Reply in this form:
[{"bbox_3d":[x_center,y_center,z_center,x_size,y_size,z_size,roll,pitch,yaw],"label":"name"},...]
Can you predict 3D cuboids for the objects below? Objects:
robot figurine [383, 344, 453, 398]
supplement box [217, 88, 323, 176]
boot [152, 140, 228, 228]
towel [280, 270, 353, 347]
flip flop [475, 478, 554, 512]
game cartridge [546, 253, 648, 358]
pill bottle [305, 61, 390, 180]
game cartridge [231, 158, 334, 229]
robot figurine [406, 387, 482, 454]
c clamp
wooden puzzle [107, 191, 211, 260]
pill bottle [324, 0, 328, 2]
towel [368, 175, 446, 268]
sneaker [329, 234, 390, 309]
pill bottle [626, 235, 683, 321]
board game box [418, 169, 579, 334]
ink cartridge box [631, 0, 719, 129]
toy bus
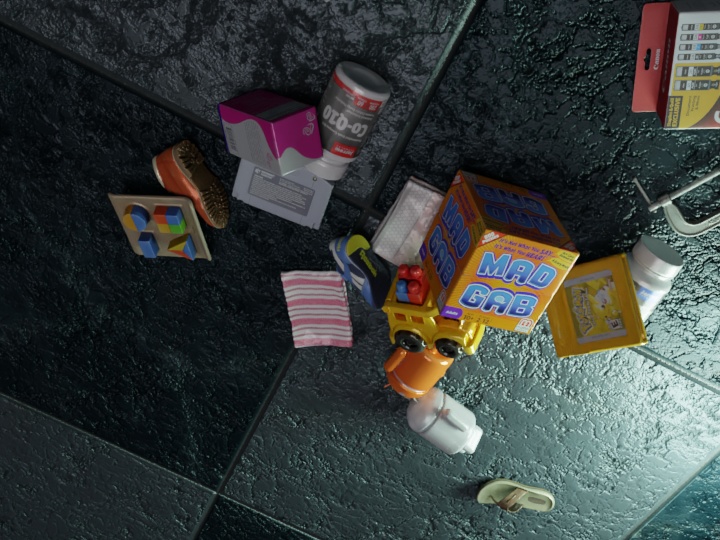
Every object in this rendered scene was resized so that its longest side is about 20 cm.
[{"bbox_3d":[0.134,0.205,1.707,0.116,0.144,0.201,41,122,10],"label":"robot figurine"},{"bbox_3d":[-0.170,-0.261,1.426,0.199,0.102,0.103,30,138,46],"label":"supplement box"},{"bbox_3d":[-0.355,-0.171,1.604,0.106,0.075,0.202,-12,119,32],"label":"boot"},{"bbox_3d":[-0.097,0.089,1.730,0.144,0.030,0.203,-2,120,11],"label":"towel"},{"bbox_3d":[0.389,0.579,1.921,0.196,0.058,0.082,11,123,4],"label":"flip flop"},{"bbox_3d":[0.459,0.074,1.525,0.199,0.032,0.179,-19,81,47],"label":"game cartridge"},{"bbox_3d":[-0.034,-0.278,1.444,0.113,0.114,0.201,26,122,-6],"label":"pill bottle"},{"bbox_3d":[-0.158,-0.176,1.577,0.197,0.042,0.135,22,118,-3],"label":"game cartridge"},{"bbox_3d":[0.189,0.349,1.785,0.199,0.114,0.169,36,155,-11],"label":"robot figurine"},{"bbox_3d":[0.645,-0.146,1.450,0.198,0.027,0.172,-25,113,24],"label":"c clamp"},{"bbox_3d":[-0.432,-0.084,1.640,0.196,0.047,0.187,7,141,12],"label":"wooden puzzle"},{"bbox_3d":[-0.091,-0.559,1.286,0.110,0.111,0.201,-28,113,24],"label":"pill bottle"},{"bbox_3d":[0.137,-0.075,1.586,0.189,0.032,0.201,27,123,-7],"label":"towel"},{"bbox_3d":[0.000,0.000,1.634,0.081,0.074,0.201,6,137,40],"label":"sneaker"},{"bbox_3d":[0.546,0.037,1.529,0.112,0.114,0.202,23,123,-5],"label":"pill bottle"},{"bbox_3d":[0.255,-0.034,1.459,0.197,0.201,0.202,13,124,-19],"label":"board game box"},{"bbox_3d":[0.567,-0.351,1.306,0.172,0.084,0.203,0,122,11],"label":"ink cartridge box"},{"bbox_3d":[0.145,0.068,1.566,0.197,0.137,0.193,8,142,26],"label":"toy bus"}]
